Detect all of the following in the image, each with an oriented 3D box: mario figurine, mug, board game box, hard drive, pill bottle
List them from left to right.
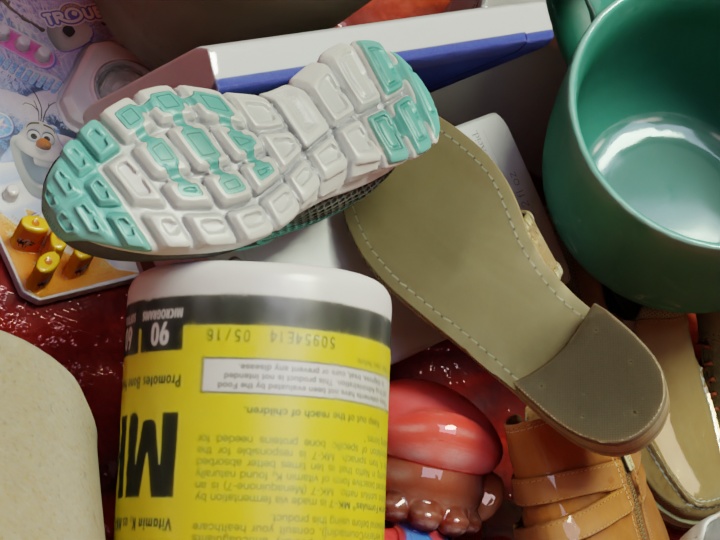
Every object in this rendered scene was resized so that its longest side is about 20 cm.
[{"bbox_3d":[-0.120,-0.093,0.906,0.199,0.026,0.200,-15,69,-35],"label":"board game box"},{"bbox_3d":[-0.045,0.103,0.715,0.114,0.114,0.201,7,78,-25],"label":"pill bottle"},{"bbox_3d":[-0.020,-0.096,0.863,0.199,0.132,0.025,-14,89,-35],"label":"hard drive"},{"bbox_3d":[0.019,0.148,0.814,0.123,0.106,0.201,47,42,-56],"label":"mario figurine"},{"bbox_3d":[0.169,-0.070,0.891,0.151,0.114,0.186,3,66,-3],"label":"mug"}]

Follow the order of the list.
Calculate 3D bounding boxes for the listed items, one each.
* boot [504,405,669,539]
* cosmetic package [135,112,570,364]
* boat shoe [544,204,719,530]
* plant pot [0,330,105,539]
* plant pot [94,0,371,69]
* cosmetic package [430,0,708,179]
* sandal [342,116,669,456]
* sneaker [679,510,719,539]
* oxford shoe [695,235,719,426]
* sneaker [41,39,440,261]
[{"bbox_3d":[0.093,0.142,0.786,0.200,0.073,0.155,-37,115,-68],"label":"boot"},{"bbox_3d":[0.000,0.000,0.868,0.200,0.074,0.102,-24,89,-37],"label":"cosmetic package"},{"bbox_3d":[0.151,0.040,0.939,0.071,0.076,0.200,-14,68,-35],"label":"boat shoe"},{"bbox_3d":[-0.170,0.125,0.648,0.200,0.201,0.184,16,44,-20],"label":"plant pot"},{"bbox_3d":[-0.056,-0.187,0.872,0.199,0.174,0.201,15,54,-21],"label":"plant pot"},{"bbox_3d":[0.140,-0.101,1.009,0.200,0.090,0.107,29,38,-6],"label":"cosmetic package"},{"bbox_3d":[0.064,0.014,0.817,0.078,0.070,0.212,-39,62,-6],"label":"sandal"},{"bbox_3d":[0.246,0.169,0.859,0.199,0.078,0.077,21,46,-17],"label":"sneaker"},{"bbox_3d":[0.212,0.052,0.961,0.200,0.075,0.070,52,11,4],"label":"oxford shoe"},{"bbox_3d":[-0.055,-0.034,0.745,0.200,0.091,0.078,-17,72,-41],"label":"sneaker"}]
